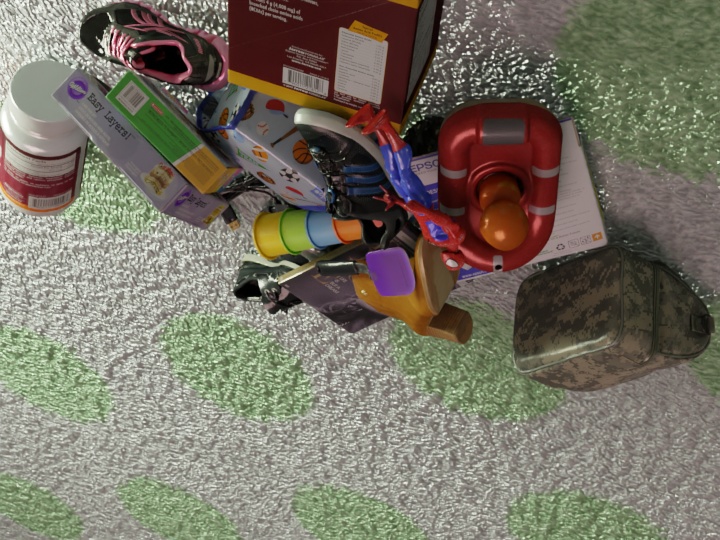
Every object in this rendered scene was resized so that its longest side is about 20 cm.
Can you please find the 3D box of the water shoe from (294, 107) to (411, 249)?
[{"bbox_3d":[-0.009,-0.093,1.391,0.071,0.080,0.200,14,160,45],"label":"water shoe"}]

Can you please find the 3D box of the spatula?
[{"bbox_3d":[0.000,0.000,1.521,0.199,0.020,0.057,4,117,60],"label":"spatula"}]

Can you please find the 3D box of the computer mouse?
[{"bbox_3d":[-0.116,-0.048,1.737,0.139,0.046,0.201,-7,134,34],"label":"computer mouse"}]

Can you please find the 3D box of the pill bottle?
[{"bbox_3d":[-0.408,-0.169,1.693,0.113,0.115,0.201,25,145,-2],"label":"pill bottle"}]

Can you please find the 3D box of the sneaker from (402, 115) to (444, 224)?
[{"bbox_3d":[0.071,-0.111,1.539,0.071,0.073,0.200,11,147,-18],"label":"sneaker"}]

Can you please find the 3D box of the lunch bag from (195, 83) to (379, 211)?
[{"bbox_3d":[-0.092,-0.157,1.515,0.169,0.125,0.199,38,165,-19],"label":"lunch bag"}]

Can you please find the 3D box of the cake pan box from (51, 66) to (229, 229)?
[{"bbox_3d":[-0.255,-0.139,1.535,0.200,0.052,0.184,46,-179,11],"label":"cake pan box"}]

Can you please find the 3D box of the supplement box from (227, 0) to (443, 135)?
[{"bbox_3d":[-0.022,-0.275,1.317,0.195,0.134,0.201,18,145,8],"label":"supplement box"}]

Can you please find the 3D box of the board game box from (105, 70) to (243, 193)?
[{"bbox_3d":[-0.210,-0.157,1.526,0.153,0.040,0.200,45,-177,-2],"label":"board game box"}]

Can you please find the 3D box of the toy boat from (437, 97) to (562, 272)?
[{"bbox_3d":[0.146,-0.072,1.369,0.128,0.132,0.202,-1,134,2],"label":"toy boat"}]

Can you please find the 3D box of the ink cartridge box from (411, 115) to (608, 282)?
[{"bbox_3d":[0.164,-0.085,1.478,0.195,0.047,0.201,-13,131,13],"label":"ink cartridge box"}]

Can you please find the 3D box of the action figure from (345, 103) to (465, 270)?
[{"bbox_3d":[0.054,-0.076,1.347,0.201,0.052,0.065,52,166,-27],"label":"action figure"}]

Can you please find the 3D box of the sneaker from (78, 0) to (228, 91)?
[{"bbox_3d":[-0.246,-0.252,1.483,0.198,0.095,0.080,18,113,21],"label":"sneaker"}]

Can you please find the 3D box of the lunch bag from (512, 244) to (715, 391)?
[{"bbox_3d":[0.299,0.071,1.572,0.166,0.141,0.199,22,151,-30],"label":"lunch bag"}]

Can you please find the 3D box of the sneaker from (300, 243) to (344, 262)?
[{"bbox_3d":[-0.025,-0.003,1.691,0.198,0.075,0.082,29,128,-17],"label":"sneaker"}]

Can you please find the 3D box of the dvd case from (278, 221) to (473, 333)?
[{"bbox_3d":[0.019,0.011,1.638,0.198,0.016,0.148,-25,137,31],"label":"dvd case"}]

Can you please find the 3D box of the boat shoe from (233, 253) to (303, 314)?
[{"bbox_3d":[-0.111,0.026,1.758,0.198,0.067,0.074,16,158,49],"label":"boat shoe"}]

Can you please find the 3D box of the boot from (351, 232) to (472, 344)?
[{"bbox_3d":[0.047,0.009,1.530,0.143,0.071,0.202,19,151,30],"label":"boot"}]

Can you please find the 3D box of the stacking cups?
[{"bbox_3d":[-0.036,-0.059,1.564,0.198,0.061,0.061,-12,132,34],"label":"stacking cups"}]
